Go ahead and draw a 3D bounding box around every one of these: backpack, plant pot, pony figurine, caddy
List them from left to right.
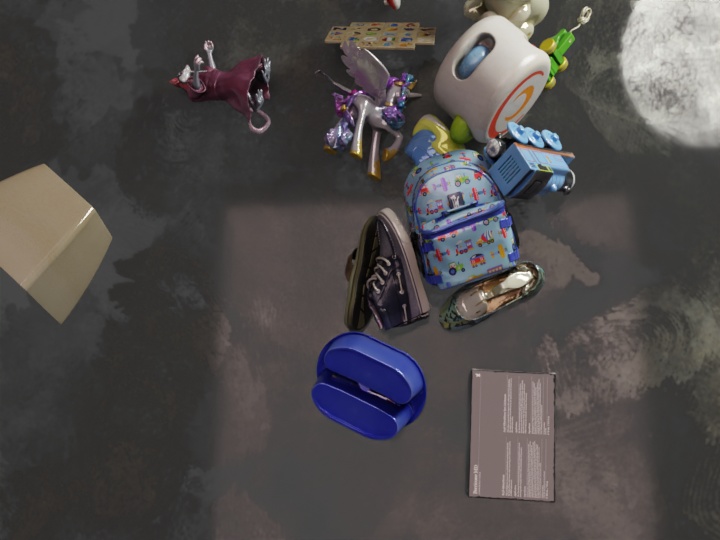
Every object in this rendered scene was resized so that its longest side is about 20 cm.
[{"bbox_3d":[-0.555,-0.060,1.422,0.199,0.200,0.177,40,73,12],"label":"plant pot"},{"bbox_3d":[0.009,-0.292,1.447,0.191,0.166,0.203,27,76,-22],"label":"pony figurine"},{"bbox_3d":[0.013,0.190,1.354,0.197,0.105,0.144,25,103,10],"label":"caddy"},{"bbox_3d":[0.164,-0.092,1.352,0.179,0.135,0.204,-14,103,3],"label":"backpack"}]

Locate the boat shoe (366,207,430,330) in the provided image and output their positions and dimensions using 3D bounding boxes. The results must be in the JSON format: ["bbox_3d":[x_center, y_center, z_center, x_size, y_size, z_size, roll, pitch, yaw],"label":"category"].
[{"bbox_3d":[0.046,0.004,1.369,0.091,0.074,0.204,-23,98,-18],"label":"boat shoe"}]

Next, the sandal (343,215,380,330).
[{"bbox_3d":[-0.001,0.001,1.411,0.057,0.079,0.205,12,84,41],"label":"sandal"}]

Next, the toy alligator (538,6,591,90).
[{"bbox_3d":[0.347,-0.397,1.474,0.054,0.059,0.202,25,79,51],"label":"toy alligator"}]

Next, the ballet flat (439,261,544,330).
[{"bbox_3d":[0.223,0.038,1.383,0.197,0.074,0.075,-29,77,-1],"label":"ballet flat"}]

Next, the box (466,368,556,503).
[{"bbox_3d":[0.244,0.269,1.326,0.138,0.079,0.205,3,79,3],"label":"box"}]

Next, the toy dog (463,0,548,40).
[{"bbox_3d":[0.277,-0.486,1.422,0.190,0.200,0.142,-18,77,2],"label":"toy dog"}]

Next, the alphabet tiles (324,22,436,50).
[{"bbox_3d":[0.038,-0.426,1.470,0.195,0.167,0.006,2,121,6],"label":"alphabet tiles"}]

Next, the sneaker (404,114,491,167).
[{"bbox_3d":[0.160,-0.180,1.442,0.200,0.076,0.105,44,100,16],"label":"sneaker"}]

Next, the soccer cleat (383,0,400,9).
[{"bbox_3d":[0.063,-0.591,1.534,0.083,0.069,0.204,-13,72,7],"label":"soccer cleat"}]

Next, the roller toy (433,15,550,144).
[{"bbox_3d":[0.219,-0.328,1.376,0.199,0.184,0.140,-33,69,-34],"label":"roller toy"}]

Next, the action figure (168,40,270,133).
[{"bbox_3d":[-0.260,-0.343,1.513,0.196,0.135,0.152,1,120,18],"label":"action figure"}]

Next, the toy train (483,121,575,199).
[{"bbox_3d":[0.289,-0.178,1.365,0.087,0.198,0.116,-45,60,35],"label":"toy train"}]
